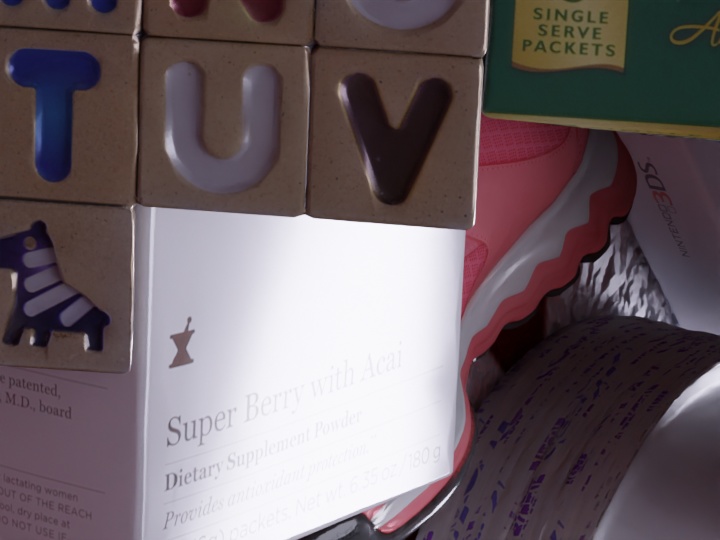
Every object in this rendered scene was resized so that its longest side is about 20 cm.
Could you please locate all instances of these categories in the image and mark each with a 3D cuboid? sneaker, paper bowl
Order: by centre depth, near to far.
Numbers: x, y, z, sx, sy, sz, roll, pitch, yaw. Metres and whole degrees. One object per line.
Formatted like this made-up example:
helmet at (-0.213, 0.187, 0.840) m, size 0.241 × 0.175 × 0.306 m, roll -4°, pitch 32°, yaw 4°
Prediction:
sneaker at (0.000, 0.000, 0.772) m, size 0.200 × 0.074 × 0.087 m, roll -55°, pitch 126°, yaw -36°
paper bowl at (0.104, 0.122, 0.914) m, size 0.200 × 0.104 × 0.202 m, roll -25°, pitch 121°, yaw -49°

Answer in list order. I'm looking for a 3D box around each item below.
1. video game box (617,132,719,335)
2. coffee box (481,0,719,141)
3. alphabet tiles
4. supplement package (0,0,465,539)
video game box at (0.136, -0.098, 0.941) m, size 0.183 × 0.047 × 0.200 m, roll -59°, pitch 142°, yaw -22°
coffee box at (0.088, -0.052, 0.665) m, size 0.200 × 0.122 × 0.044 m, roll -55°, pitch 149°, yaw -87°
alphabet tiles at (-0.074, -0.063, 0.533) m, size 0.008 × 0.199 × 0.168 m, roll -59°, pitch 153°, yaw -75°
supplement package at (-0.053, -0.048, 0.618) m, size 0.121 × 0.119 × 0.201 m, roll -17°, pitch 114°, yaw -52°
